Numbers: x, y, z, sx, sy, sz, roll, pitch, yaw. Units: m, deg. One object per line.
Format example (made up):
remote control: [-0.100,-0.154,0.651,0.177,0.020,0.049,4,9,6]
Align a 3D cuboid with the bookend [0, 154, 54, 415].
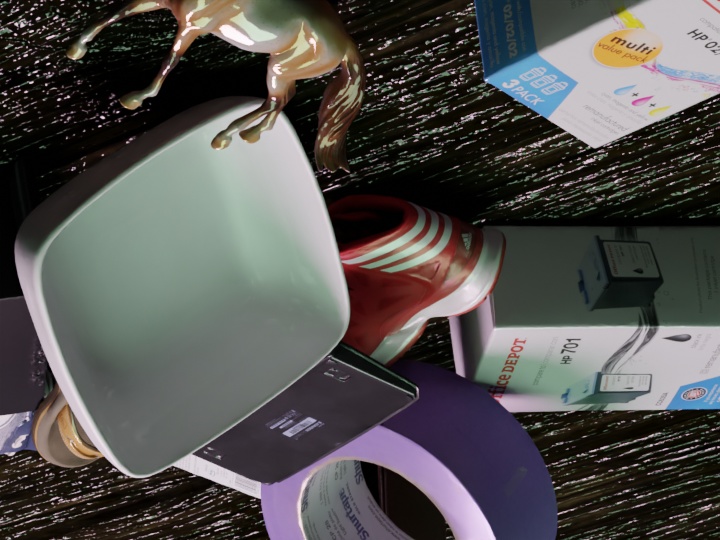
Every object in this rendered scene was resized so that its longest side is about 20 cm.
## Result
bookend: [-0.305,0.024,1.564,0.199,0.092,0.199,-8,155,-13]

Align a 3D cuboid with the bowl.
bowl: [-0.117,0.001,1.487,0.199,0.075,0.201,-35,128,-23]

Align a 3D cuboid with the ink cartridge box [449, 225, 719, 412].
ink cartridge box: [0.173,0.035,1.709,0.199,0.086,0.147,-2,154,-8]

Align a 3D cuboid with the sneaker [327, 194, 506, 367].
sneaker: [0.000,0.000,1.652,0.115,0.079,0.200,28,140,-23]

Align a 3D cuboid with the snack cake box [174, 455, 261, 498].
snack cake box: [-0.104,0.080,1.732,0.115,0.067,0.200,21,152,4]

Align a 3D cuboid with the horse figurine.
horse figurine: [-0.067,-0.129,1.367,0.200,0.050,0.133,26,123,-33]

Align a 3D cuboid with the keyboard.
keyboard: [-0.060,0.088,1.626,0.127,0.021,0.200,25,145,-24]

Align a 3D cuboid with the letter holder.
letter holder: [-0.001,0.194,1.931,0.100,0.143,0.200,-11,153,12]

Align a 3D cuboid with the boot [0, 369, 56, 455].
boot: [-0.243,0.087,1.775,0.090,0.073,0.200,-1,162,-23]

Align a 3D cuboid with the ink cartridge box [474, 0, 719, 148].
ink cartridge box: [0.177,-0.151,1.356,0.200,0.068,0.115,-24,148,33]

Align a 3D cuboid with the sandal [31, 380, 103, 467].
sandal: [-0.172,0.093,1.638,0.080,0.054,0.200,-26,162,-27]

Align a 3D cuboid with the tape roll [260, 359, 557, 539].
tape roll: [0.034,0.169,1.724,0.200,0.200,0.085,-32,-173,43]
